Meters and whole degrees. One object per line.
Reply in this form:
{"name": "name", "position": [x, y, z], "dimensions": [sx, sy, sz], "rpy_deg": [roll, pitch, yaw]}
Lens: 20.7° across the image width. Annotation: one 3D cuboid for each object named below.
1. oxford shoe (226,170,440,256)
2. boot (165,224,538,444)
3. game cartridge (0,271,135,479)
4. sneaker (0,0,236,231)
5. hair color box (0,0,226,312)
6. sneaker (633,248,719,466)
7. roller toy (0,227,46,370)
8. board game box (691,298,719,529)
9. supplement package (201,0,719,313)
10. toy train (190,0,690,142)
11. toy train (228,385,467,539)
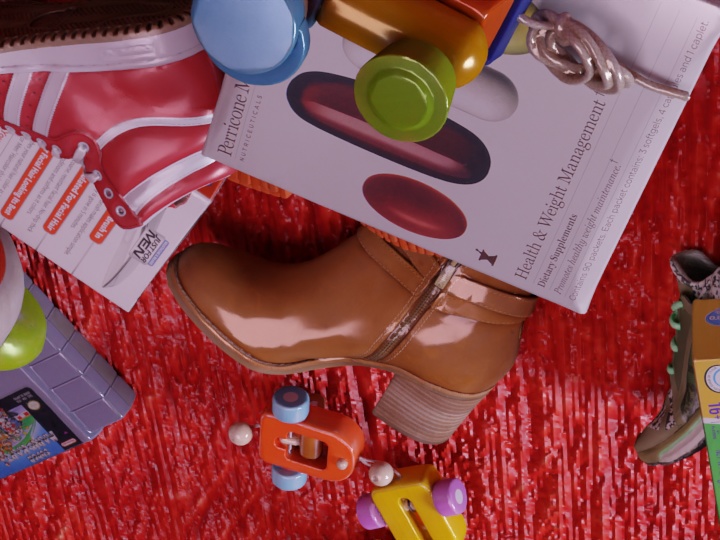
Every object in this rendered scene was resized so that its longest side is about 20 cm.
{"name": "oxford shoe", "position": [0.009, -0.066, 1.032], "dimensions": [0.200, 0.073, 0.071], "rpy_deg": [22, 150, 12]}
{"name": "boot", "position": [0.000, 0.000, 1.101], "dimensions": [0.200, 0.077, 0.155], "rpy_deg": [31, 128, 5]}
{"name": "game cartridge", "position": [-0.256, 0.080, 1.302], "dimensions": [0.200, 0.038, 0.130], "rpy_deg": [-25, 111, 36]}
{"name": "sneaker", "position": [-0.152, -0.079, 1.012], "dimensions": [0.200, 0.071, 0.113], "rpy_deg": [1, 122, 30]}
{"name": "hair color box", "position": [-0.180, -0.079, 1.117], "dimensions": [0.200, 0.064, 0.111], "rpy_deg": [36, 131, -6]}
{"name": "sneaker", "position": [0.196, 0.030, 1.063], "dimensions": [0.089, 0.077, 0.200], "rpy_deg": [53, 139, 19]}
{"name": "roller toy", "position": [-0.305, 0.017, 1.153], "dimensions": [0.200, 0.182, 0.140], "rpy_deg": [43, 117, 11]}
{"name": "board game box", "position": [0.273, 0.072, 0.981], "dimensions": [0.200, 0.040, 0.153], "rpy_deg": [-5, 136, 15]}
{"name": "supplement package", "position": [0.058, -0.123, 0.922], "dimensions": [0.200, 0.147, 0.191], "rpy_deg": [22, 133, 3]}
{"name": "toy train", "position": [0.035, -0.090, 0.780], "dimensions": [0.200, 0.116, 0.085], "rpy_deg": [27, 130, -1]}
{"name": "toy train", "position": [-0.002, 0.153, 1.245], "dimensions": [0.150, 0.056, 0.200], "rpy_deg": [11, 128, 16]}
